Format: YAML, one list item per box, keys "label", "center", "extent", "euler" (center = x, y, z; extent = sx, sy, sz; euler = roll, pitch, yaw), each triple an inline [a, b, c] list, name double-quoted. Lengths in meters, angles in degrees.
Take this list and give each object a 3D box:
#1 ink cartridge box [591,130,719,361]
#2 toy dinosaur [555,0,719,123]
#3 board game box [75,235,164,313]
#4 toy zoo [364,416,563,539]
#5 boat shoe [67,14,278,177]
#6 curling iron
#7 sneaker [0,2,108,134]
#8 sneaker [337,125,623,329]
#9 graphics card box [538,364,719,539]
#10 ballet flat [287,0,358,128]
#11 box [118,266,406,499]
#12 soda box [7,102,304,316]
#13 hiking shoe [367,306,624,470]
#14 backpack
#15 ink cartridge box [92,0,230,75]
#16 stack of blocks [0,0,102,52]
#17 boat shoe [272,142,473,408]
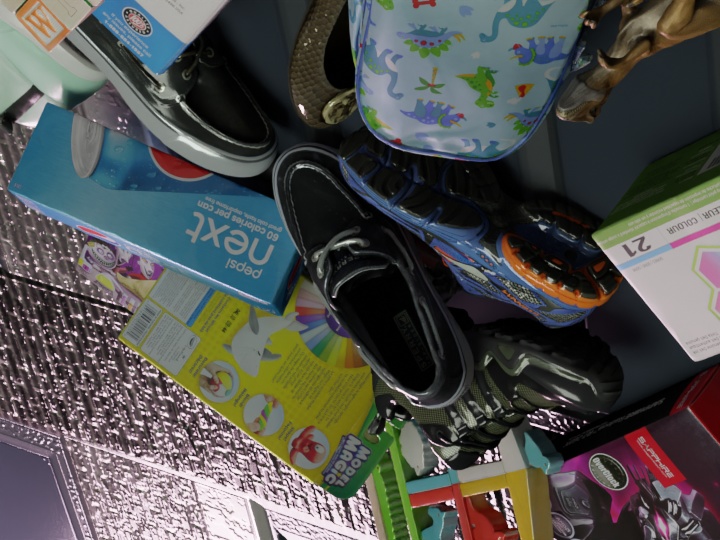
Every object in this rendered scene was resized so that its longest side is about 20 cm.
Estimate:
- label: "ink cartridge box"
  center: [0.255, 0.013, 1.363]
  extent: [0.200, 0.076, 0.148]
  euler: [50, 142, -11]
- label: "toy dinosaur"
  center: [0.183, -0.147, 1.248]
  extent: [0.199, 0.061, 0.106]
  euler: [-24, 142, 21]
- label: "board game box"
  center: [-0.112, 0.020, 1.730]
  extent: [0.200, 0.032, 0.120]
  euler: [37, 139, 6]
- label: "toy zoo"
  center: [0.071, 0.147, 1.641]
  extent: [0.200, 0.020, 0.132]
  euler: [-18, 84, 53]
- label: "boat shoe"
  center: [-0.130, -0.141, 1.550]
  extent: [0.200, 0.069, 0.057]
  euler: [42, 143, 2]
- label: "curling iron"
  center: [-0.012, -0.035, 1.587]
  extent: [0.199, 0.026, 0.050]
  euler: [30, 144, 14]
- label: "sneaker"
  center: [-0.266, -0.177, 1.619]
  extent: [0.200, 0.074, 0.118]
  euler: [43, 137, -7]
- label: "sneaker"
  center: [0.068, -0.023, 1.495]
  extent: [0.199, 0.075, 0.079]
  euler: [34, 146, 11]
- label: "graphics card box"
  center: [0.203, 0.148, 1.565]
  extent: [0.126, 0.051, 0.200]
  euler: [49, 143, -9]
- label: "ballet flat"
  center: [-0.001, -0.158, 1.425]
  extent: [0.046, 0.067, 0.201]
  euler: [35, 137, 21]
- label: "box"
  center: [-0.055, 0.058, 1.650]
  extent: [0.200, 0.118, 0.048]
  euler: [37, -174, 7]
- label: "soda box"
  center: [-0.133, -0.041, 1.603]
  extent: [0.199, 0.068, 0.064]
  euler: [23, 173, 7]
- label: "hiking shoe"
  center: [0.088, 0.082, 1.551]
  extent: [0.199, 0.075, 0.102]
  euler: [10, 102, 42]
- label: "backpack"
  center: [0.060, -0.157, 1.316]
  extent: [0.162, 0.155, 0.200]
  euler: [7, 157, -9]
- label: "ink cartridge box"
  center: [-0.112, -0.233, 1.424]
  extent: [0.145, 0.084, 0.200]
  euler: [44, 142, -5]
- label: "stack of blocks"
  center: [-0.114, -0.212, 1.287]
  extent: [0.059, 0.115, 0.200]
  euler: [47, 140, -8]
- label: "boat shoe"
  center: [0.000, 0.000, 1.511]
  extent: [0.072, 0.068, 0.201]
  euler: [-33, 75, 13]
